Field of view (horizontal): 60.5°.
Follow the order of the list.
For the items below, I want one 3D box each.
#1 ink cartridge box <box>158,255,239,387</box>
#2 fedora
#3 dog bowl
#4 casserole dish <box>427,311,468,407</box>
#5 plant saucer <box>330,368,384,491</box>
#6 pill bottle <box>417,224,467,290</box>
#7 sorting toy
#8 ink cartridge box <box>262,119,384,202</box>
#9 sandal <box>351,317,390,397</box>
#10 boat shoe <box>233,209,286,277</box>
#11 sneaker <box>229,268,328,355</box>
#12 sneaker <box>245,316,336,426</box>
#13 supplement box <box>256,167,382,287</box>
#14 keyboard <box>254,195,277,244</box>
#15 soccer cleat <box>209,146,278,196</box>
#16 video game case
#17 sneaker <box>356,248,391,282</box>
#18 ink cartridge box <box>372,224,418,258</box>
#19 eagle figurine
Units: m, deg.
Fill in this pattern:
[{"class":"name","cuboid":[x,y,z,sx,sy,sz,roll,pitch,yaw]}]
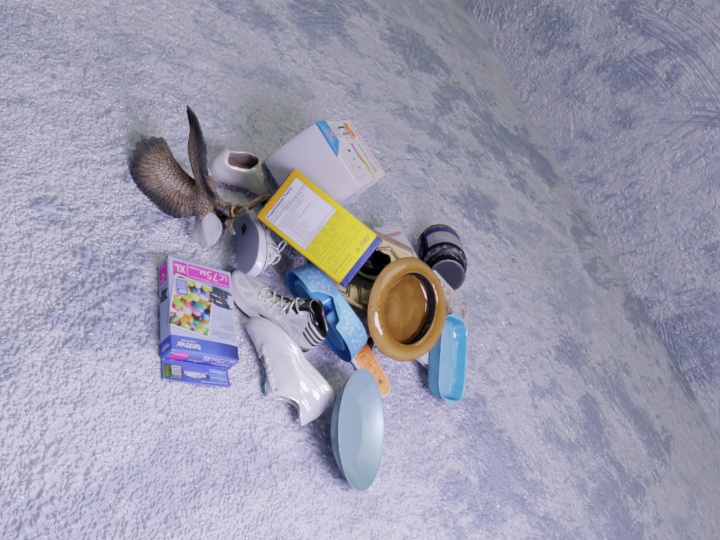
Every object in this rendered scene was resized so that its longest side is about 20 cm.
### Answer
[{"class":"ink cartridge box","cuboid":[-0.254,0.080,0.969,0.119,0.042,0.201,18,49,-40]},{"class":"fedora","cuboid":[0.076,0.074,1.197,0.200,0.082,0.202,2,87,-34]},{"class":"dog bowl","cuboid":[-0.060,0.072,1.131,0.049,0.112,0.200,-33,83,-22]},{"class":"casserole dish","cuboid":[0.185,0.187,1.314,0.121,0.039,0.201,25,66,-50]},{"class":"plant saucer","cuboid":[-0.011,0.269,1.051,0.201,0.038,0.202,-6,90,-68]},{"class":"pill bottle","cuboid":[0.198,-0.028,1.498,0.112,0.112,0.200,42,19,-17]},{"class":"sorting toy","cuboid":[0.000,0.000,1.267,0.184,0.036,0.201,25,62,-8]},{"class":"ink cartridge box","cuboid":[-0.067,-0.206,1.255,0.148,0.144,0.200,57,22,-3]},{"class":"sandal","cuboid":[0.010,0.148,1.207,0.207,0.059,0.079,55,34,3]},{"class":"boat shoe","cuboid":[-0.175,-0.041,1.107,0.086,0.075,0.202,28,17,-29]},{"class":"sneaker","cuboid":[-0.132,0.053,1.068,0.201,0.115,0.076,45,37,-12]},{"class":"sneaker","cuboid":[-0.134,0.166,1.020,0.088,0.075,0.200,-40,84,-25]},{"class":"supplement box","cuboid":[-0.072,-0.077,1.109,0.200,0.109,0.110,39,2,-7]},{"class":"keyboard","cuboid":[-0.189,-0.133,1.259,0.056,0.011,0.201,25,43,-28]},{"class":"soccer cleat","cuboid":[-0.202,-0.189,1.220,0.199,0.078,0.070,10,51,-42]},{"class":"video game case","cuboid":[0.180,0.129,1.364,0.182,0.023,0.201,42,53,-44]},{"class":"sneaker","cuboid":[-0.020,-0.049,1.212,0.199,0.083,0.072,27,62,-7]},{"class":"ink cartridge box","cuboid":[0.071,0.008,1.379,0.145,0.084,0.201,-16,74,-54]},{"class":"eagle figurine","cuboid":[-0.282,-0.153,1.052,0.200,0.152,0.151,49,-12,-34]}]
